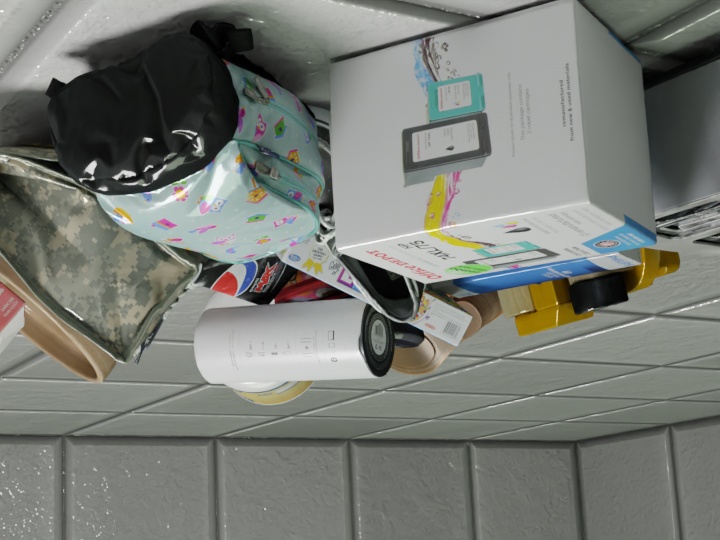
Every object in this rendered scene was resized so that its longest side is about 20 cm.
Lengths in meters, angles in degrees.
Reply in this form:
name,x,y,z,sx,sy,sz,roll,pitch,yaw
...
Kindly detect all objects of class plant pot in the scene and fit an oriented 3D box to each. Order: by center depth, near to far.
name,x,y,z,sx,sy,sz,roll,pitch,yaw
plant pot,-0.309,0.015,1.364,0.200,0.093,0.201,35,161,14

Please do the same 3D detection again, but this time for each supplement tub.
name,x,y,z,sx,sy,sz,roll,pitch,yaw
supplement tub,-0.122,0.094,1.723,0.143,0.147,0.200,-4,167,4

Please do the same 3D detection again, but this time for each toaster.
name,x,y,z,sx,sy,sz,roll,pitch,yaw
toaster,0.286,-0.092,1.078,0.179,0.120,0.199,8,164,-36

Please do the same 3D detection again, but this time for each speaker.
name,x,y,z,sx,sy,sz,roll,pitch,yaw
speaker,-0.070,0.073,1.373,0.198,0.082,0.081,-5,168,26

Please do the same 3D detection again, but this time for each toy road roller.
name,x,y,z,sx,sy,sz,roll,pitch,yaw
toy road roller,0.238,-0.015,1.404,0.144,0.125,0.200,-12,174,-28

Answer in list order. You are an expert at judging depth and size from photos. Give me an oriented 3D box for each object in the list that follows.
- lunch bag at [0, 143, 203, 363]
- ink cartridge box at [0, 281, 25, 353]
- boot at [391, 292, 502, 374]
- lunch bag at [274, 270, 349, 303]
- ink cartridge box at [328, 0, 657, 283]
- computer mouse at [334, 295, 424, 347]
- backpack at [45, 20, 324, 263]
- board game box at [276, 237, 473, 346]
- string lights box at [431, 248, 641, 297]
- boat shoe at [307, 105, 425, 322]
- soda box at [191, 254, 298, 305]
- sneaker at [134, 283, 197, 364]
name,x,y,z,sx,sy,sz,roll,pitch,yaw
lunch bag,-0.230,-0.036,1.089,0.199,0.118,0.164,38,-178,-7
ink cartridge box,-0.423,0.003,1.309,0.199,0.068,0.116,39,160,-3
boot,0.115,0.039,1.586,0.155,0.077,0.200,-40,-179,-44
lunch bag,-0.002,-0.004,1.494,0.175,0.083,0.199,13,158,-39
ink cartridge box,0.096,-0.086,0.992,0.198,0.148,0.146,-10,165,30
computer mouse,-0.011,0.052,1.459,0.138,0.053,0.199,17,166,-41
backpack,-0.112,-0.085,0.989,0.165,0.128,0.199,-10,163,27
board game box,0.000,0.000,1.311,0.198,0.035,0.134,26,-174,-22
string lights box,0.163,-0.043,1.294,0.198,0.104,0.059,-11,163,32
boat shoe,-0.008,-0.041,1.108,0.073,0.201,0.068,-20,-153,16
soda box,-0.138,-0.021,1.343,0.063,0.071,0.200,-48,155,9
sneaker,-0.220,0.037,1.487,0.196,0.131,0.080,-4,168,1
